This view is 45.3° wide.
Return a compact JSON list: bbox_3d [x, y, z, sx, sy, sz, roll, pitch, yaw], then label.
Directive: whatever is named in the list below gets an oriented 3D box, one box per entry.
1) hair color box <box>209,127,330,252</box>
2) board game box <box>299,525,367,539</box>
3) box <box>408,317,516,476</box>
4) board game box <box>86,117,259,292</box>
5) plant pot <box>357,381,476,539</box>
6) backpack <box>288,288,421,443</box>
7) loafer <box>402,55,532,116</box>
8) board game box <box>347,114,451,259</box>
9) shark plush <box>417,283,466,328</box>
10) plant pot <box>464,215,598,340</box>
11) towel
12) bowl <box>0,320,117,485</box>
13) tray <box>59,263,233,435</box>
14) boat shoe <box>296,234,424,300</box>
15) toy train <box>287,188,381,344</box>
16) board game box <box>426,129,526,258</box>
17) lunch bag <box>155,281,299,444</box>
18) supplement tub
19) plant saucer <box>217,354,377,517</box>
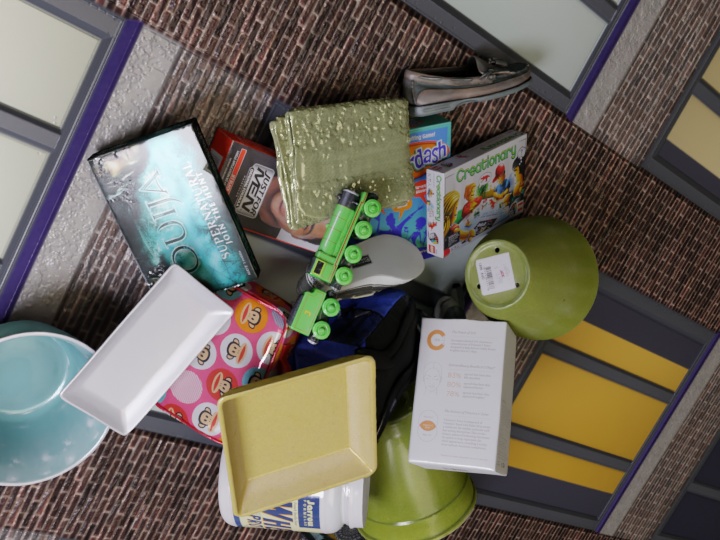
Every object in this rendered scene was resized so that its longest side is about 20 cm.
[{"bbox_3d":[-0.107,-0.097,1.107,0.198,0.061,0.103,17,104,-36],"label":"hair color box"},{"bbox_3d":[-0.003,0.427,1.345,0.134,0.200,0.029,-21,105,-19],"label":"board game box"},{"bbox_3d":[0.146,0.177,1.211,0.097,0.123,0.203,41,53,-65],"label":"box"},{"bbox_3d":[-0.217,-0.062,1.015,0.133,0.028,0.202,-17,114,10],"label":"board game box"},{"bbox_3d":[0.062,0.283,1.330,0.198,0.200,0.195,-24,112,-18],"label":"plant pot"},{"bbox_3d":[-0.008,0.108,1.207,0.200,0.166,0.164,-45,141,-45],"label":"backpack"},{"bbox_3d":[0.148,-0.262,1.174,0.198,0.072,0.064,-19,116,-19],"label":"loafer"},{"bbox_3d":[0.052,-0.105,1.208,0.150,0.045,0.203,-15,120,-23],"label":"board game box"},{"bbox_3d":[0.145,0.120,1.350,0.090,0.083,0.202,-21,122,-20],"label":"shark plush"},{"bbox_3d":[0.226,0.010,1.233,0.199,0.186,0.189,2,116,-62],"label":"plant pot"},{"bbox_3d":[-0.017,-0.141,1.089,0.198,0.036,0.151,-15,109,-29],"label":"towel"},{"bbox_3d":[-0.400,0.141,1.025,0.198,0.105,0.204,-13,119,-25],"label":"bowl"},{"bbox_3d":[-0.250,0.092,1.011,0.200,0.022,0.107,-49,129,-3],"label":"tray"},{"bbox_3d":[0.000,0.000,1.166,0.198,0.071,0.064,-8,158,-39],"label":"boat shoe"},{"bbox_3d":[-0.033,-0.009,1.062,0.056,0.042,0.202,23,85,-11],"label":"toy train"},{"bbox_3d":[0.169,-0.114,1.242,0.199,0.034,0.128,-29,127,-39],"label":"board game box"},{"bbox_3d":[-0.165,0.115,1.109,0.202,0.175,0.082,-64,169,9],"label":"lunch bag"},{"bbox_3d":[-0.088,0.290,1.211,0.197,0.145,0.147,3,117,6],"label":"supplement tub"},{"bbox_3d":[-0.078,0.196,1.080,0.197,0.049,0.202,-13,125,-17],"label":"plant saucer"}]
